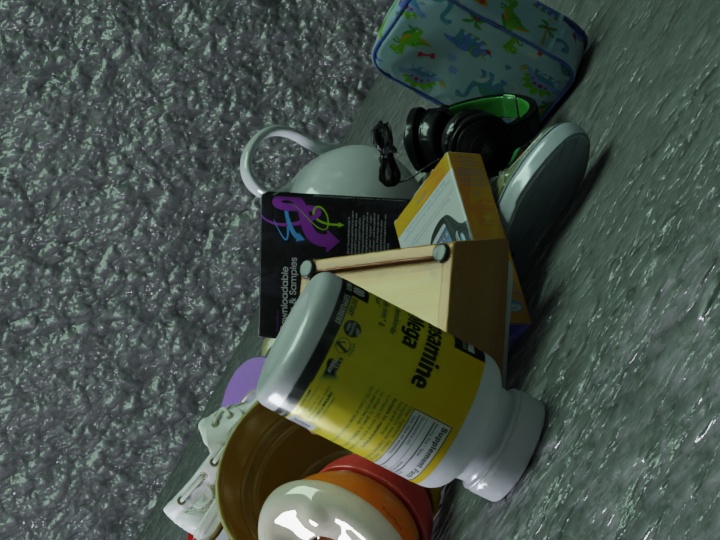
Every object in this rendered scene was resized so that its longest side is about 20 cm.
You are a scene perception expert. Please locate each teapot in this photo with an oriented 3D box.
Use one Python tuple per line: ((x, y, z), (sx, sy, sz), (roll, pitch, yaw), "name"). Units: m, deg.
((-0.026, -0.029, 1.801), (0.146, 0.200, 0.198), (-23, -49, -33), "teapot")

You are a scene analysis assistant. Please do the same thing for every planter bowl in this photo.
((-0.025, 0.197, 1.612), (0.201, 0.200, 0.083), (-65, -27, -20), "planter bowl")

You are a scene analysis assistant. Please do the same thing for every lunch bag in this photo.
((0.121, -0.231, 1.853), (0.161, 0.200, 0.083), (-54, 11, 51), "lunch bag")

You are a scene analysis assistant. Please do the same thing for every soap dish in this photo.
((0.030, 0.054, 1.495), (0.200, 0.081, 0.158), (-7, 70, 39), "soap dish")

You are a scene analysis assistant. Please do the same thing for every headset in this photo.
((0.088, -0.139, 1.745), (0.123, 0.094, 0.200), (10, 34, 46), "headset")

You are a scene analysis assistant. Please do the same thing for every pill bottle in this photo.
((0.032, 0.092, 1.331), (0.113, 0.200, 0.112), (-60, 9, 15), "pill bottle")

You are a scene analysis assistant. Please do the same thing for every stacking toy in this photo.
((0.022, 0.191, 1.479), (0.200, 0.146, 0.146), (-43, -9, -46), "stacking toy")

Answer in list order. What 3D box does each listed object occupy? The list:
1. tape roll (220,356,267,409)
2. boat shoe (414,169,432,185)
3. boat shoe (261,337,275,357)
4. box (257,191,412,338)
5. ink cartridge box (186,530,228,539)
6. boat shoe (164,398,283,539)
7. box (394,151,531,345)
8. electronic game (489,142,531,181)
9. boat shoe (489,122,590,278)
((-0.072, 0.186, 1.807), (0.200, 0.066, 0.200), (2, 92, 58), "tape roll")
((0.086, -0.093, 1.843), (0.071, 0.069, 0.200), (-55, 3, 11), "boat shoe")
((-0.051, 0.096, 1.944), (0.073, 0.063, 0.200), (-42, -33, 11), "boat shoe")
((0.000, 0.000, 1.710), (0.036, 0.200, 0.143), (-38, -48, -74), "box")
((-0.117, 0.279, 1.969), (0.200, 0.116, 0.067), (-61, 9, 6), "ink cartridge box")
((-0.123, 0.161, 1.693), (0.200, 0.069, 0.071), (-60, -2, 2), "boat shoe")
((0.091, 0.010, 1.570), (0.119, 0.041, 0.200), (-53, 46, 50), "box")
((0.122, -0.040, 1.784), (0.200, 0.042, 0.200), (-60, 8, 13), "electronic game")
((0.134, -0.057, 1.588), (0.062, 0.072, 0.200), (51, 124, 35), "boat shoe")
